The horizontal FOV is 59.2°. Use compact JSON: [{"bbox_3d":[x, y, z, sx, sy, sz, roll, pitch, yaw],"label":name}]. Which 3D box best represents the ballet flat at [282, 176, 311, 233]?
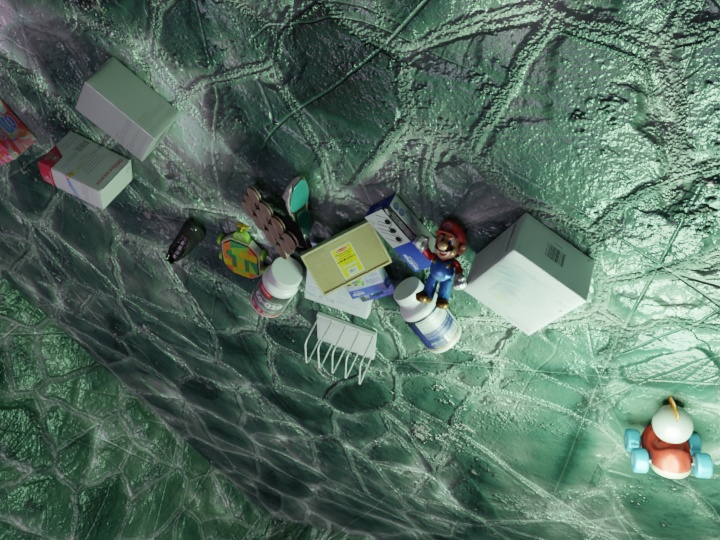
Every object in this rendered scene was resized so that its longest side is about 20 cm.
[{"bbox_3d":[-0.168,-0.165,1.603,0.071,0.072,0.201,17,143,14],"label":"ballet flat"}]

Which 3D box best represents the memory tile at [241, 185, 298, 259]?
[{"bbox_3d":[-0.240,-0.124,1.666,0.201,0.017,0.153,52,157,2],"label":"memory tile"}]

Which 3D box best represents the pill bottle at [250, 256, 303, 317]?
[{"bbox_3d":[-0.245,0.048,1.859,0.113,0.114,0.200,32,143,-6],"label":"pill bottle"}]

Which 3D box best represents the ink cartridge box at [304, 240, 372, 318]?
[{"bbox_3d":[-0.054,0.020,1.754,0.194,0.043,0.202,19,126,13],"label":"ink cartridge box"}]

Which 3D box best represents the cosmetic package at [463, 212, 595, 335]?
[{"bbox_3d":[0.374,0.014,1.421,0.198,0.124,0.200,34,144,-7],"label":"cosmetic package"}]

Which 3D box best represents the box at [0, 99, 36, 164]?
[{"bbox_3d":[-1.068,-0.424,1.845,0.094,0.103,0.201,-5,133,37],"label":"box"}]

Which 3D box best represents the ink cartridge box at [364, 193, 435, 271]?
[{"bbox_3d":[0.110,-0.087,1.533,0.200,0.044,0.094,45,142,-21],"label":"ink cartridge box"}]

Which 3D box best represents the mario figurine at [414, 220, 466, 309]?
[{"bbox_3d":[0.182,-0.017,1.460,0.122,0.203,0.106,11,-172,-13],"label":"mario figurine"}]

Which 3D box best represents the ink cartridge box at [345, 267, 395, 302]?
[{"bbox_3d":[0.000,0.000,1.667,0.118,0.042,0.201,-16,116,32],"label":"ink cartridge box"}]

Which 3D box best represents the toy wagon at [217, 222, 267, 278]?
[{"bbox_3d":[-0.349,-0.058,1.864,0.154,0.040,0.201,20,143,10],"label":"toy wagon"}]

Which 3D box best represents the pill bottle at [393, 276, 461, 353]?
[{"bbox_3d":[0.173,0.115,1.673,0.110,0.112,0.200,-13,126,41],"label":"pill bottle"}]

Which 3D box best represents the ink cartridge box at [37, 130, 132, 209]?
[{"bbox_3d":[-0.769,-0.282,1.781,0.198,0.148,0.086,27,144,3],"label":"ink cartridge box"}]

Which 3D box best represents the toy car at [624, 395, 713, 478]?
[{"bbox_3d":[0.790,0.405,1.621,0.182,0.177,0.203,2,108,12],"label":"toy car"}]

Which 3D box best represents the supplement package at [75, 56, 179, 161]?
[{"bbox_3d":[-0.569,-0.393,1.549,0.200,0.118,0.117,40,143,-16],"label":"supplement package"}]

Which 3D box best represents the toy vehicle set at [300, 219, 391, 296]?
[{"bbox_3d":[-0.035,-0.032,1.594,0.198,0.027,0.125,-26,110,6],"label":"toy vehicle set"}]

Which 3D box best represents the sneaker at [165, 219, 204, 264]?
[{"bbox_3d":[-0.535,-0.078,1.918,0.076,0.091,0.200,36,141,-8],"label":"sneaker"}]

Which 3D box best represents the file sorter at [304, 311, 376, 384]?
[{"bbox_3d":[-0.065,0.244,1.967,0.198,0.125,0.140,19,142,13],"label":"file sorter"}]

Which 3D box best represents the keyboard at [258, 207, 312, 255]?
[{"bbox_3d":[-0.191,-0.101,1.656,0.199,0.021,0.128,32,150,40],"label":"keyboard"}]
